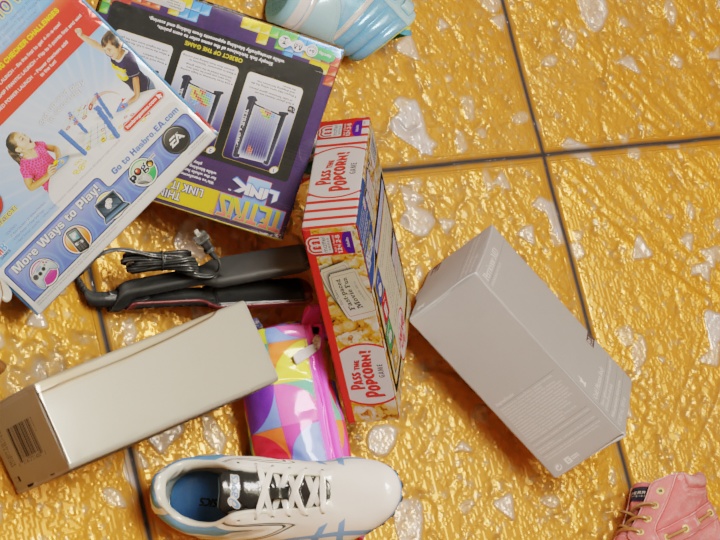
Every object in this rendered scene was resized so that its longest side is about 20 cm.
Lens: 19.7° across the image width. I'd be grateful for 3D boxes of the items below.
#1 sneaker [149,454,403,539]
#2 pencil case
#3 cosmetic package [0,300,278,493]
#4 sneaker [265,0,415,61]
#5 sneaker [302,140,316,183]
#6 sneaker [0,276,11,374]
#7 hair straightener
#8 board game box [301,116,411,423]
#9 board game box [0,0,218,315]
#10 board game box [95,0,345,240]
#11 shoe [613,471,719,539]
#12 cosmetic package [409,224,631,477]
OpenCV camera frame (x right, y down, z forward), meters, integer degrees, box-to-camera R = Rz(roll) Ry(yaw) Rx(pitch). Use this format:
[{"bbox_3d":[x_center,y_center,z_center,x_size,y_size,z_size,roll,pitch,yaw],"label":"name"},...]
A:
[{"bbox_3d":[-0.067,0.177,1.602,0.200,0.072,0.072,-3,80,12],"label":"sneaker"},{"bbox_3d":[-0.050,0.134,1.683,0.088,0.088,0.200,-4,79,-34],"label":"pencil case"},{"bbox_3d":[-0.177,0.097,1.602,0.200,0.104,0.073,-23,87,-37],"label":"cosmetic package"},{"bbox_3d":[0.006,-0.278,1.856,0.130,0.080,0.200,30,77,-23],"label":"sneaker"},{"bbox_3d":[-0.094,-0.158,1.745,0.070,0.093,0.200,-38,97,-36],"label":"sneaker"},{"bbox_3d":[-0.311,-0.008,1.545,0.085,0.073,0.200,-14,98,-42],"label":"sneaker"},{"bbox_3d":[-0.136,-0.006,1.653,0.200,0.077,0.041,-1,36,-5],"label":"hair straightener"},{"bbox_3d":[0.000,0.000,1.684,0.152,0.046,0.200,-82,163,-52],"label":"board game box"},{"bbox_3d":[-0.249,-0.105,1.589,0.200,0.056,0.196,-45,103,-1],"label":"board game box"},{"bbox_3d":[-0.132,-0.132,1.662,0.200,0.057,0.166,18,97,-12],"label":"board game box"},{"bbox_3d":[0.251,0.238,1.862,0.200,0.071,0.091,-8,78,-40],"label":"shoe"},{"bbox_3d":[0.142,0.070,1.812,0.200,0.090,0.107,49,25,-14],"label":"cosmetic package"}]
